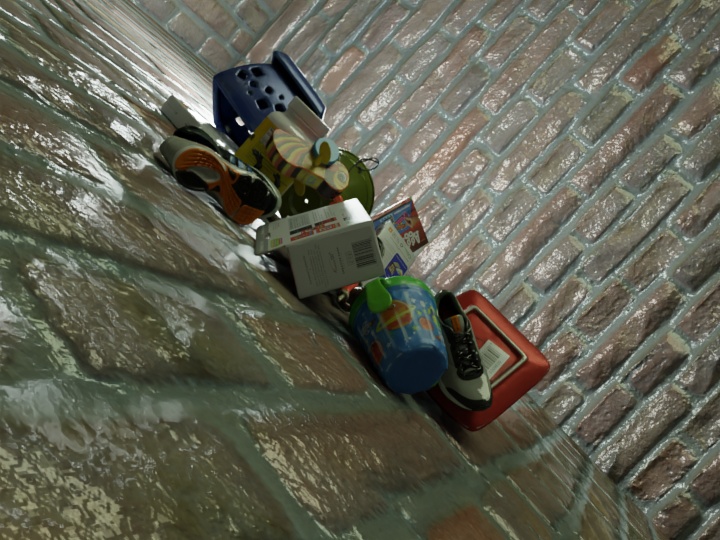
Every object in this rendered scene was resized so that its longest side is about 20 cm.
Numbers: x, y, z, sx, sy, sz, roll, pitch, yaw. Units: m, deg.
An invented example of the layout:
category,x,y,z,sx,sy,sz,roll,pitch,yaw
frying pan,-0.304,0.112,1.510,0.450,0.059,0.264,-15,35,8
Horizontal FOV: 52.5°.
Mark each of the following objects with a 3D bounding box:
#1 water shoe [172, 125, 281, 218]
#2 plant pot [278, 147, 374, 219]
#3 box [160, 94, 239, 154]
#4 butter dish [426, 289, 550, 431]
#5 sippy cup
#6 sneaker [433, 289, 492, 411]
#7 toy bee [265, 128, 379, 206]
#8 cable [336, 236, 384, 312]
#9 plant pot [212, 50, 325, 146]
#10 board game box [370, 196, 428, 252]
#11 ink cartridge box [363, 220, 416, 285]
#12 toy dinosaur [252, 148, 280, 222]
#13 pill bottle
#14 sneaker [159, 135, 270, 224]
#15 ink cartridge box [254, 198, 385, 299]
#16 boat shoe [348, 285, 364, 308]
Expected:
category,x,y,z,sx,sy,sz,roll,pitch,yaw
water shoe,-0.215,-0.149,1.151,0.199,0.072,0.079,37,10,-1
plant pot,-0.088,-0.156,1.547,0.200,0.201,0.193,44,18,4
box,-0.285,-0.248,1.443,0.156,0.041,0.200,46,5,27
butter dish,0.175,0.170,1.221,0.200,0.199,0.149,45,-29,24
sippy cup,0.062,0.101,1.051,0.176,0.140,0.131,17,31,-29
sneaker,0.146,0.121,1.113,0.080,0.073,0.202,104,-30,-54
toy bee,-0.059,-0.163,1.211,0.131,0.197,0.110,104,-13,-62
cable,0.000,0.000,1.256,0.098,0.050,0.199,52,45,4
plant pot,-0.189,-0.325,1.549,0.201,0.179,0.200,53,-19,7
board game box,0.057,-0.066,1.438,0.199,0.019,0.104,-32,104,-45
ink cartridge box,0.028,0.005,1.351,0.095,0.037,0.201,52,47,-19
toy dinosaur,-0.179,-0.143,1.217,0.200,0.088,0.048,43,16,-5
pill bottle,-0.150,-0.205,1.295,0.112,0.200,0.112,43,6,-5
sneaker,-0.212,-0.142,1.081,0.092,0.076,0.200,43,3,37
ink cartridge box,-0.066,-0.034,1.108,0.200,0.173,0.085,-113,-172,-74
boat shoe,0.027,0.074,1.199,0.074,0.076,0.203,7,-26,17
